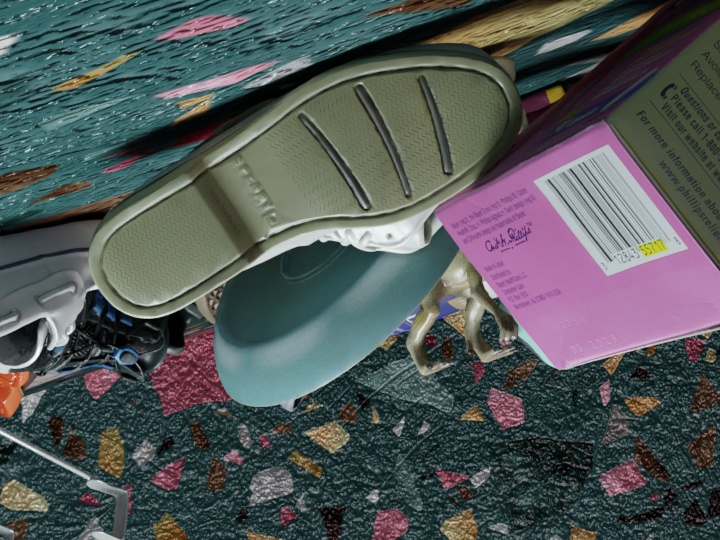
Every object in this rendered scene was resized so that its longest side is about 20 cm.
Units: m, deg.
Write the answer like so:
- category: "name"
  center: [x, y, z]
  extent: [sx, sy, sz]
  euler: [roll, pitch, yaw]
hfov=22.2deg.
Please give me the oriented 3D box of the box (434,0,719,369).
- category: "box"
  center: [0.157, -0.065, 0.776]
  extent: [0.200, 0.097, 0.176]
  euler: [-40, -175, -20]

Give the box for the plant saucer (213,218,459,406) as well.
- category: "plant saucer"
  center: [-0.014, -0.012, 1.020]
  extent: [0.200, 0.027, 0.200]
  euler: [-36, -154, 21]

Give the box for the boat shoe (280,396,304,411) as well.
- category: "boat shoe"
  center: [0.000, 0.000, 1.134]
  extent: [0.200, 0.068, 0.072]
  euler: [-50, 167, 8]

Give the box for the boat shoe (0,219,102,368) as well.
- category: "boat shoe"
  center: [-0.182, 0.019, 0.946]
  extent: [0.073, 0.066, 0.200]
  euler: [-22, 177, 29]

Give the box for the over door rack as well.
- category: "over door rack"
  center: [-0.252, 0.103, 1.139]
  extent: [0.147, 0.200, 0.067]
  euler: [-23, -147, 43]

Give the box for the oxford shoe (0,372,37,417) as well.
- category: "oxford shoe"
  center: [-0.231, 0.035, 1.186]
  extent: [0.073, 0.071, 0.200]
  euler: [-55, -177, -20]

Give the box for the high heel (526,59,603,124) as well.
- category: "high heel"
  center: [0.146, -0.081, 1.070]
  extent: [0.199, 0.068, 0.096]
  euler: [-9, -146, -22]

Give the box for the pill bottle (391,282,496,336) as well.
- category: "pill bottle"
  center: [0.050, -0.022, 1.374]
  extent: [0.199, 0.116, 0.116]
  euler: [-21, 177, 22]

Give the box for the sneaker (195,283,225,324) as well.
- category: "sneaker"
  center: [-0.091, -0.004, 1.164]
  extent: [0.071, 0.075, 0.200]
  euler: [-50, 159, -11]

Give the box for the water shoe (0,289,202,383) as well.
- category: "water shoe"
  center: [-0.151, 0.029, 1.095]
  extent: [0.072, 0.079, 0.200]
  euler: [-60, 171, 18]

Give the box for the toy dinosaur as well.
- category: "toy dinosaur"
  center: [0.048, 0.004, 1.032]
  extent: [0.058, 0.102, 0.200]
  euler: [-3, 163, -45]

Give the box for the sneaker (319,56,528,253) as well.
- category: "sneaker"
  center: [-0.007, -0.041, 0.922]
  extent: [0.199, 0.081, 0.070]
  euler: [-19, 180, 11]

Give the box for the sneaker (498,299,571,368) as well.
- category: "sneaker"
  center: [0.165, -0.025, 1.092]
  extent: [0.140, 0.078, 0.200]
  euler: [-52, 178, 24]

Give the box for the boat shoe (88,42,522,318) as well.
- category: "boat shoe"
  center: [-0.026, -0.048, 0.804]
  extent: [0.199, 0.075, 0.068]
  euler: [-22, -163, 7]

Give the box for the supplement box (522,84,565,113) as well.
- category: "supplement box"
  center: [0.062, -0.047, 1.236]
  extent: [0.199, 0.086, 0.110]
  euler: [-21, 177, 10]
